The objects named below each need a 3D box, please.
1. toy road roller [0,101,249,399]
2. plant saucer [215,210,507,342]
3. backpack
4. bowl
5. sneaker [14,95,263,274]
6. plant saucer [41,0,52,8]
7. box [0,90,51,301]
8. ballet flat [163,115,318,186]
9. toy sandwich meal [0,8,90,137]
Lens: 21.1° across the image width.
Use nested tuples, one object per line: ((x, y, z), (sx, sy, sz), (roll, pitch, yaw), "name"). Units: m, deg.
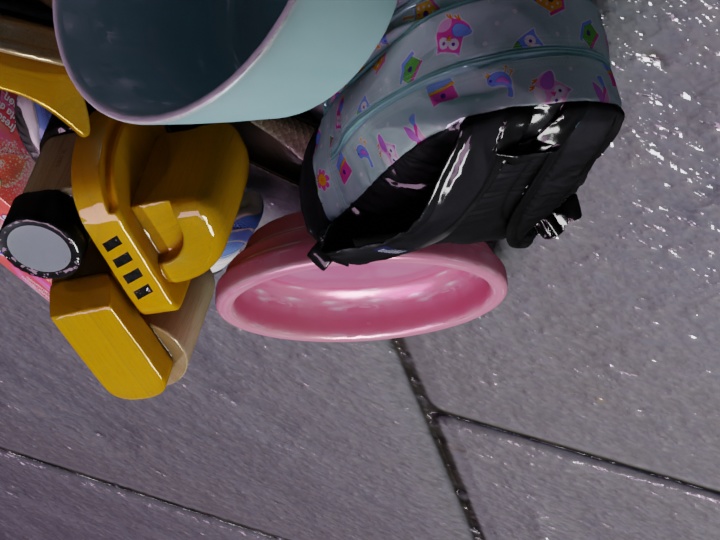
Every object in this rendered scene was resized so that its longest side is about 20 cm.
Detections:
((-0.133, -0.020, 1.286), (0.146, 0.123, 0.200), (-8, 133, 24), "toy road roller")
((0.000, 0.000, 1.326), (0.200, 0.051, 0.201), (-3, 163, -1), "plant saucer")
((0.056, -0.086, 1.048), (0.167, 0.127, 0.200), (-13, 165, -21), "backpack")
((-0.054, -0.156, 0.988), (0.201, 0.201, 0.105), (0, 166, 43), "bowl")
((-0.155, -0.078, 1.380), (0.200, 0.076, 0.077), (34, 134, -24), "sneaker")
((-0.140, -0.199, 1.137), (0.200, 0.035, 0.200), (20, 155, 10), "plant saucer")
((-0.243, -0.062, 1.444), (0.102, 0.095, 0.200), (1, 147, 44), "box")
((-0.074, -0.088, 1.291), (0.200, 0.046, 0.067), (23, 156, 4), "ballet flat")
((-0.245, -0.132, 1.234), (0.205, 0.070, 0.205), (14, -173, -2), "toy sandwich meal")
